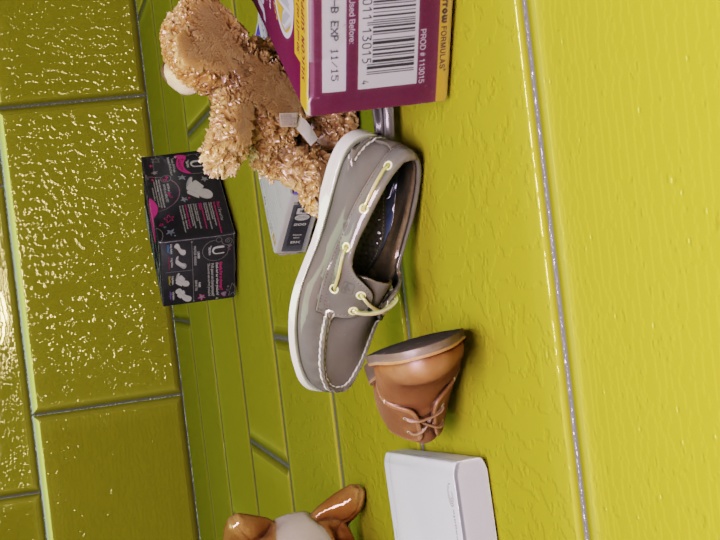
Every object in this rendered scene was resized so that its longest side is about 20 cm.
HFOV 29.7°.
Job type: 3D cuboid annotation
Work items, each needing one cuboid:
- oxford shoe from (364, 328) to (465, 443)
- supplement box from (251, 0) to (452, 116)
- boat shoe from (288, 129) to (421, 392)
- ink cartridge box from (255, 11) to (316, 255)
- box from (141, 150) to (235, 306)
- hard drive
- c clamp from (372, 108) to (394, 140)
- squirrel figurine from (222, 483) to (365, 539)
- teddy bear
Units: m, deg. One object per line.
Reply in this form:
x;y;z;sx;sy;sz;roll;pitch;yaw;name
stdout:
0.044;0.083;0.954;0.200;0.071;0.072;94;162;-79;oxford shoe
-0.012;-0.213;0.945;0.200;0.102;0.132;-115;21;-54;supplement box
-0.002;0.000;1.010;0.060;0.072;0.203;21;104;42;boat shoe
-0.078;-0.144;1.385;0.200;0.043;0.200;111;149;-67;ink cartridge box
-0.255;-0.065;2.019;0.201;0.114;0.133;-109;17;-45;box
0.061;0.204;1.017;0.200;0.026;0.133;157;105;-76;hard drive
0.004;-0.094;1.120;0.200;0.027;0.172;-170;79;-78;c clamp
-0.049;0.338;1.289;0.187;0.141;0.201;62;145;36;squirrel figurine
-0.077;-0.121;1.018;0.067;0.199;0.146;-16;60;46;teddy bear
